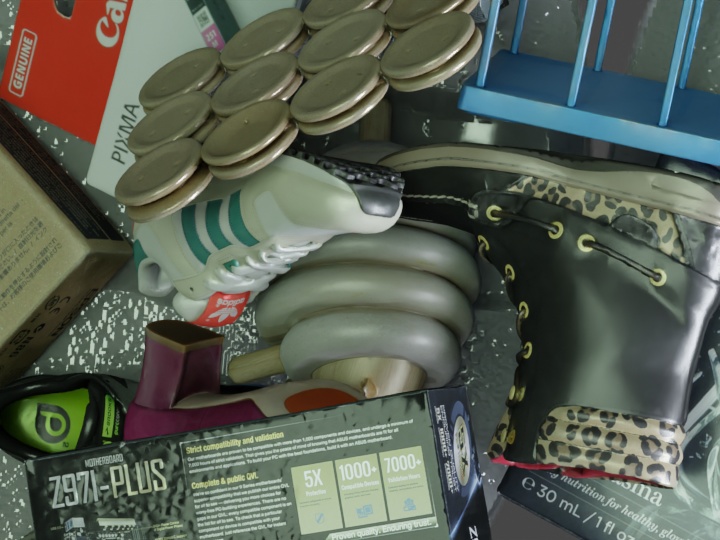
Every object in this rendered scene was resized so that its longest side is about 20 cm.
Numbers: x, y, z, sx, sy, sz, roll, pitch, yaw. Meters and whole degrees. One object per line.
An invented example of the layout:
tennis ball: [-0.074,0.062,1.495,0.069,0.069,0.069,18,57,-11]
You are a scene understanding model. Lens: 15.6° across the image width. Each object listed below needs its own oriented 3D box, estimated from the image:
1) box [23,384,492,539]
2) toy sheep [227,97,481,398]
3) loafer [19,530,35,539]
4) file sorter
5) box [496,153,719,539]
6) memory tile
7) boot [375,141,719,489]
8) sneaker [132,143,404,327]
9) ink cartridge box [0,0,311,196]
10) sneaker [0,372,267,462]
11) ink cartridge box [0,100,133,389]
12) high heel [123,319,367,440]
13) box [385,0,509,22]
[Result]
box: [-0.040,0.150,1.219,0.199,0.086,0.165,-11,86,14]
toy sheep: [0.000,0.000,1.397,0.137,0.138,0.201,-6,71,16]
loafer: [-0.144,0.165,1.418,0.070,0.070,0.200,40,146,-12]
file sorter: [0.166,-0.127,1.316,0.199,0.139,0.123,13,105,8]
box: [0.207,0.070,1.338,0.199,0.124,0.198,27,95,15]
memory tile: [-0.028,-0.099,1.301,0.199,0.154,0.017,-24,117,15]
boot: [0.085,0.020,1.281,0.199,0.073,0.152,8,84,25]
sneaker: [-0.050,-0.015,1.321,0.199,0.070,0.094,9,90,51]
ink cartridge box: [-0.116,-0.135,1.433,0.173,0.044,0.201,26,121,13]
sneaker: [-0.120,0.094,1.453,0.198,0.083,0.071,5,91,16]
ink cartridge box: [-0.256,0.001,1.498,0.200,0.075,0.165,-45,77,13]
high heel: [-0.048,0.099,1.341,0.200,0.067,0.097,27,117,47]
box: [-0.026,-0.198,1.411,0.199,0.040,0.138,-1,110,27]
